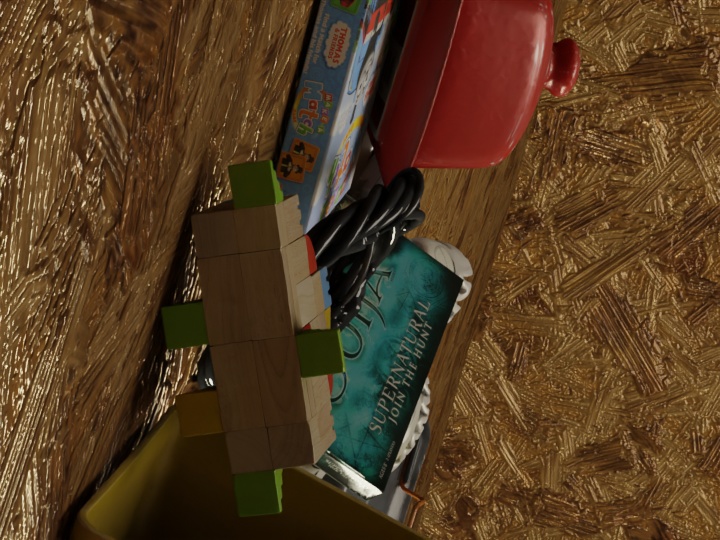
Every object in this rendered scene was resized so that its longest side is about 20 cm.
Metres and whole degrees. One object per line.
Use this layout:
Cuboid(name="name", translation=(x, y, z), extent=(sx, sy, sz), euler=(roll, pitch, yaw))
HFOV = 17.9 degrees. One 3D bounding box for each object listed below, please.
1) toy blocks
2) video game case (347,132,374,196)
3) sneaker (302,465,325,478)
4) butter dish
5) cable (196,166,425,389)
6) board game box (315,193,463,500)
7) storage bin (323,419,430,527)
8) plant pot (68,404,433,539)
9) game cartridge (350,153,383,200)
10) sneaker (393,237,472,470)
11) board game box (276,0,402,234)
Cuboid(name="toy blocks", translation=(-0.052, 0.032, 1.360), extent=(0.137, 0.100, 0.200), euler=(-41, 123, -79))
Cuboid(name="video game case", translation=(-0.018, -0.019, 1.884), extent=(0.182, 0.023, 0.200), euler=(74, 36, -79))
Cuboid(name="sneaker", translation=(-0.042, 0.123, 1.786), extent=(0.201, 0.076, 0.115), euler=(-51, -174, 11))
Cuboid(name="butter dish", translation=(0.088, -0.160, 1.661), extent=(0.200, 0.148, 0.200), euler=(-106, -149, -62))
Cuboid(name="cable", translation=(-0.034, 0.003, 1.507), extent=(0.200, 0.051, 0.163), euler=(-47, 164, 14))
Cuboid(name="board game box", translation=(-0.010, 0.049, 1.663), extent=(0.028, 0.135, 0.200), euler=(-31, -150, 49))
Cuboid(name="storage bin", translation=(-0.027, 0.191, 1.928), extent=(0.134, 0.145, 0.200), euler=(34, 74, -73))
Cuboid(name="plant pot", translation=(-0.083, 0.227, 1.341), extent=(0.177, 0.200, 0.200), euler=(-63, 176, 20))
Cuboid(name="game cartridge", translation=(0.000, 0.000, 1.836), extent=(0.133, 0.041, 0.200), euler=(-66, 173, -64))
Cuboid(name="sneaker", translation=(0.024, 0.066, 1.815), extent=(0.081, 0.075, 0.200), euler=(32, 75, -69))
Cuboid(name="board game box", translation=(-0.013, -0.132, 1.558), extent=(0.151, 0.037, 0.200), euler=(-55, 163, -69))
